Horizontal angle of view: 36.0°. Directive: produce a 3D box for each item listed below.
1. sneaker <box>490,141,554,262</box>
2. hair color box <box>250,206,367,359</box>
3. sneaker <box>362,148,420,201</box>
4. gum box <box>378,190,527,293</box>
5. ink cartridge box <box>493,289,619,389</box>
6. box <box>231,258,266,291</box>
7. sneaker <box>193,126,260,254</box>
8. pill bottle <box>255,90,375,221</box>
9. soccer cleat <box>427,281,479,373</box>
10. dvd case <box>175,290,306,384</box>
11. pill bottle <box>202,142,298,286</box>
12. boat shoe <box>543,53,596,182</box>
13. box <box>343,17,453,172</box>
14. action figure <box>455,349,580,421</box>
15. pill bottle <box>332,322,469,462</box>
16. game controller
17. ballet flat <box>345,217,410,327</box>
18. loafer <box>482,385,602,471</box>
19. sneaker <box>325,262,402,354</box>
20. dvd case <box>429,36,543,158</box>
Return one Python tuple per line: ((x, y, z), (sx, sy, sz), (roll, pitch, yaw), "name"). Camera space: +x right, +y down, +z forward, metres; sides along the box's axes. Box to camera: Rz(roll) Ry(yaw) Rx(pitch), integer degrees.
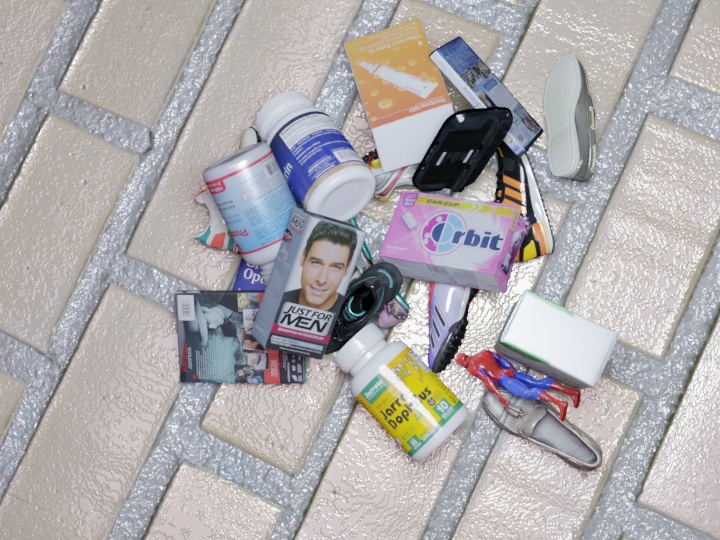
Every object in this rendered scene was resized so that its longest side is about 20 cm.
((0.226, -0.109, 1.685), (0.090, 0.070, 0.201), (-19, 85, -1), "sneaker")
((-0.076, 0.020, 1.601), (0.099, 0.061, 0.201), (14, 100, -30), "hair color box")
((0.096, -0.172, 1.710), (0.199, 0.078, 0.083), (-24, 107, -1), "sneaker")
((0.141, -0.043, 1.640), (0.199, 0.066, 0.114), (10, 68, 28), "gum box")
((0.276, 0.104, 1.596), (0.145, 0.200, 0.088), (26, 83, 7), "ink cartridge box")
((-0.128, 0.002, 1.722), (0.120, 0.032, 0.201), (16, 85, 6), "box")
((-0.209, -0.129, 1.721), (0.093, 0.070, 0.201), (9, 88, -1), "sneaker")
((-0.072, -0.173, 1.672), (0.115, 0.116, 0.200), (-35, 61, 0), "pill bottle")
((0.130, 0.056, 1.684), (0.073, 0.068, 0.201), (17, 84, 19), "soccer cleat")
((-0.183, 0.101, 1.697), (0.199, 0.022, 0.147), (-1, 99, 8), "dvd case")
((-0.145, -0.080, 1.642), (0.108, 0.109, 0.201), (-25, 103, 2), "pill bottle")
((0.326, -0.232, 1.696), (0.060, 0.072, 0.203), (15, 69, -34), "boat shoe")
((0.061, -0.264, 1.658), (0.124, 0.098, 0.201), (-18, 52, 2), "box")
((0.225, 0.165, 1.642), (0.199, 0.052, 0.065), (25, 43, 31), "action figure")
((0.056, 0.177, 1.649), (0.113, 0.113, 0.200), (-43, 83, -1), "pill bottle")
((0.145, -0.173, 1.605), (0.104, 0.200, 0.042), (1, 62, -17), "game controller")
((0.000, 0.000, 1.697), (0.071, 0.069, 0.201), (-32, 86, 6), "ballet flat")
((0.274, 0.232, 1.650), (0.199, 0.063, 0.072), (31, 87, 7), "loafer")
((-0.023, 0.062, 1.653), (0.075, 0.079, 0.200), (46, 120, 4), "sneaker")
((0.192, -0.264, 1.661), (0.200, 0.143, 0.018), (48, 118, -1), "dvd case")
